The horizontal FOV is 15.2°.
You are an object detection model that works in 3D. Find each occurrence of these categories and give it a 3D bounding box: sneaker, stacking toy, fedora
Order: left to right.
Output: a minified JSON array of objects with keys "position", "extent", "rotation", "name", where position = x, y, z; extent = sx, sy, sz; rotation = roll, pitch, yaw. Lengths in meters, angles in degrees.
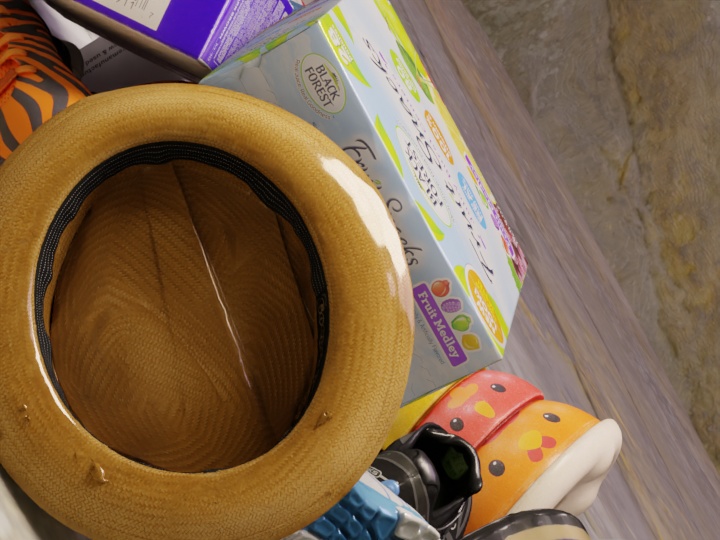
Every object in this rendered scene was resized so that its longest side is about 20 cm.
[{"position":[-0.179,-0.095,1.247],"extent":[0.112,0.078,0.200],"rotation":[49,2,-26],"name":"sneaker"},{"position":[-0.073,0.024,1.111],"extent":[0.201,0.201,0.082],"rotation":[60,-11,11],"name":"fedora"},{"position":[-0.022,0.111,1.365],"extent":[0.200,0.075,0.087],"rotation":[48,8,-46],"name":"sneaker"},{"position":[0.039,0.133,1.565],"extent":[0.071,0.083,0.200],"rotation":[60,9,11],"name":"sneaker"},{"position":[0.055,0.100,1.734],"extent":[0.200,0.146,0.146],"rotation":[41,6,13],"name":"stacking toy"}]

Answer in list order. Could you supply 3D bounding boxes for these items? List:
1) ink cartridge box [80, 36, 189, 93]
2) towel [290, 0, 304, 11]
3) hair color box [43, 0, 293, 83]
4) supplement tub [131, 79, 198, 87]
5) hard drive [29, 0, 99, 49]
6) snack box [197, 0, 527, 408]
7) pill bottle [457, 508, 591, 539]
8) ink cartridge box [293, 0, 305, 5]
[{"position":[-0.079,-0.021,1.445],"extent":[0.200,0.084,0.145],"rotation":[62,10,23],"name":"ink cartridge box"},{"position":[-0.075,-0.156,1.694],"extent":[0.200,0.049,0.112],"rotation":[24,12,11],"name":"towel"},{"position":[-0.100,-0.137,1.291],"extent":[0.109,0.065,0.200],"rotation":[27,-2,4],"name":"hair color box"},{"position":[-0.075,0.006,1.263],"extent":[0.123,0.123,0.200],"rotation":[50,13,-42],"name":"supplement tub"},{"position":[-0.190,-0.160,1.462],"extent":[0.132,0.027,0.200],"rotation":[55,7,25],"name":"hard drive"},{"position":[0.008,-0.041,1.233],"extent":[0.169,0.068,0.200],"rotation":[61,13,-8],"name":"snack box"},{"position":[0.115,0.243,1.515],"extent":[0.112,0.112,0.200],"rotation":[43,18,-57],"name":"pill bottle"},{"position":[-0.092,-0.169,1.858],"extent":[0.144,0.084,0.200],"rotation":[58,11,1],"name":"ink cartridge box"}]
